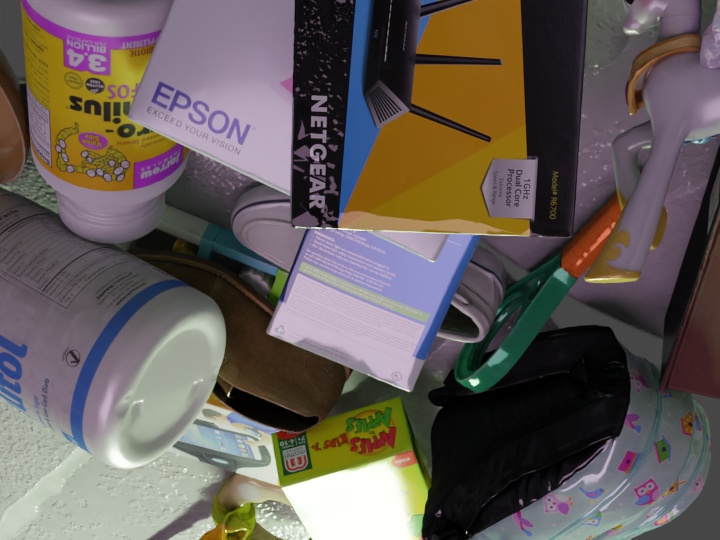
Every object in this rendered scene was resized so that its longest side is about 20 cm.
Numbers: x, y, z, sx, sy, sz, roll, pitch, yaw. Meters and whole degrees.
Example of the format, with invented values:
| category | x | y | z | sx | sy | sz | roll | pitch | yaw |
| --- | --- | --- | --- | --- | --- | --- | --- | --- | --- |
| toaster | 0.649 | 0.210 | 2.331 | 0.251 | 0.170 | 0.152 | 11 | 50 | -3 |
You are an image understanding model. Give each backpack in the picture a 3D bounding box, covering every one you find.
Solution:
| category | x | y | z | sx | sy | sz | roll | pitch | yaw |
| --- | --- | --- | --- | --- | --- | --- | --- | --- | --- |
| backpack | 0.143 | 0.127 | 0.909 | 0.126 | 0.167 | 0.200 | 28 | 135 | -29 |

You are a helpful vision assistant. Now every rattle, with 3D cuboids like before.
| category | x | y | z | sx | sy | sz | roll | pitch | yaw |
| --- | --- | --- | --- | --- | --- | --- | --- | --- | --- |
| rattle | -0.048 | 0.264 | 1.116 | 0.200 | 0.143 | 0.130 | 35 | 116 | -5 |

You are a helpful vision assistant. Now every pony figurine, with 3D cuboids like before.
| category | x | y | z | sx | sy | sz | roll | pitch | yaw |
| --- | --- | --- | --- | --- | --- | --- | --- | --- | --- |
| pony figurine | 0.199 | -0.096 | 0.641 | 0.193 | 0.200 | 0.166 | -3 | 173 | 31 |

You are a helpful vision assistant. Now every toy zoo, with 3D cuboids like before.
| category | x | y | z | sx | sy | sz | roll | pitch | yaw |
| --- | --- | --- | --- | --- | --- | --- | --- | --- | --- |
| toy zoo | -0.123 | 0.014 | 0.982 | 0.200 | 0.020 | 0.131 | 22 | 136 | 0 |

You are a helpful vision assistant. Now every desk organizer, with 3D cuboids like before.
| category | x | y | z | sx | sy | sz | roll | pitch | yaw |
| --- | --- | --- | --- | --- | --- | --- | --- | --- | --- |
| desk organizer | 0.244 | -0.007 | 0.786 | 0.077 | 0.072 | 0.200 | 11 | 135 | 7 |

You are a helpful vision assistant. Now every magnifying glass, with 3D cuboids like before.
| category | x | y | z | sx | sy | sz | roll | pitch | yaw |
| --- | --- | --- | --- | --- | --- | --- | --- | --- | --- |
| magnifying glass | 0.126 | 0.009 | 0.853 | 0.022 | 0.080 | 0.200 | 35 | 124 | -10 |

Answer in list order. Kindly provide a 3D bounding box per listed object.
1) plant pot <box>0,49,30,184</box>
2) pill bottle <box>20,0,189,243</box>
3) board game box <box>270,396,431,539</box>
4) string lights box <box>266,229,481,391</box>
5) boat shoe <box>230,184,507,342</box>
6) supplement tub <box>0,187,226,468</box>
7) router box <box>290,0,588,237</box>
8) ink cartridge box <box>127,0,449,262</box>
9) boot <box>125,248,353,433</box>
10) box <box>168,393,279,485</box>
| category | x | y | z | sx | sy | sz | roll | pitch | yaw |
| --- | --- | --- | --- | --- | --- | --- | --- | --- | --- |
| plant pot | -0.293 | -0.142 | 0.855 | 0.200 | 0.027 | 0.200 | 29 | 149 | 19 |
| pill bottle | -0.158 | -0.112 | 0.814 | 0.104 | 0.104 | 0.200 | 16 | 136 | 5 |
| board game box | 0.007 | 0.180 | 1.010 | 0.101 | 0.048 | 0.200 | -17 | 143 | 3 |
| string lights box | 0.024 | -0.035 | 0.801 | 0.103 | 0.059 | 0.200 | 23 | 114 | -1 |
| boat shoe | 0.000 | 0.000 | 0.888 | 0.200 | 0.066 | 0.072 | 21 | 137 | 1 |
| supplement tub | -0.206 | 0.037 | 0.885 | 0.200 | 0.132 | 0.132 | 26 | 139 | 22 |
| router box | 0.040 | -0.121 | 0.665 | 0.149 | 0.051 | 0.200 | 2 | 103 | 2 |
| ink cartridge box | -0.003 | -0.133 | 0.713 | 0.196 | 0.043 | 0.200 | 24 | 108 | -2 |
| boot | -0.105 | 0.050 | 0.941 | 0.200 | 0.076 | 0.074 | 26 | 140 | 0 |
| box | -0.137 | 0.116 | 1.058 | 0.200 | 0.042 | 0.119 | 15 | 147 | 5 |
